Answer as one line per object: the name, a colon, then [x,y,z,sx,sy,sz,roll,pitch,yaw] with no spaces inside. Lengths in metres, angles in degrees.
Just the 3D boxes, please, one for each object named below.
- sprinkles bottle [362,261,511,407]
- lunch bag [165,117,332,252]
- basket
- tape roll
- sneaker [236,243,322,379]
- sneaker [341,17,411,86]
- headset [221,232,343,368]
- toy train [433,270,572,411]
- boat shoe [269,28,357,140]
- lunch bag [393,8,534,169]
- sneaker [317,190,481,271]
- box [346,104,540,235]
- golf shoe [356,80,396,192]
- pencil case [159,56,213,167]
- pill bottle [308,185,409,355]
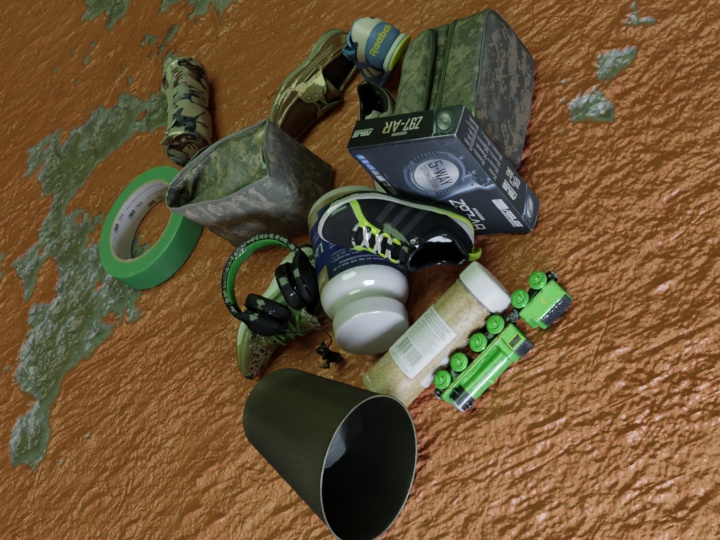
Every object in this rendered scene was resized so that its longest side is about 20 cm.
sprinkles bottle: [0.091,0.082,1.308,0.200,0.068,0.068,-46,45,9]
lunch bag: [-0.160,-0.110,1.567,0.198,0.164,0.119,-21,58,29]
basket: [-0.045,0.202,1.306,0.199,0.135,0.183,22,113,52]
tape roll: [-0.339,-0.071,1.779,0.199,0.048,0.202,-21,53,29]
sneaker: [-0.096,0.065,1.481,0.088,0.077,0.201,29,89,34]
sneaker: [0.018,-0.312,1.543,0.075,0.082,0.200,-63,4,-4]
headset: [-0.097,0.043,1.436,0.123,0.094,0.200,-44,62,5]
toy train: [0.164,0.084,1.267,0.200,0.042,0.056,-48,55,7]
boat shoe: [-0.066,-0.274,1.653,0.072,0.076,0.201,30,88,44]
lunch bag: [0.119,-0.214,1.413,0.166,0.139,0.202,-10,59,38]
sneaker: [0.046,-0.042,1.308,0.197,0.072,0.083,3,39,-1]
box: [0.102,-0.113,1.320,0.159,0.200,0.044,-2,58,38]
golf shoe: [0.030,-0.170,1.495,0.072,0.092,0.202,-29,51,20]
pencil case: [-0.292,-0.268,1.828,0.077,0.089,0.202,-30,48,24]
pill bottle: [0.000,0.000,1.400,0.115,0.115,0.202,-30,49,23]
